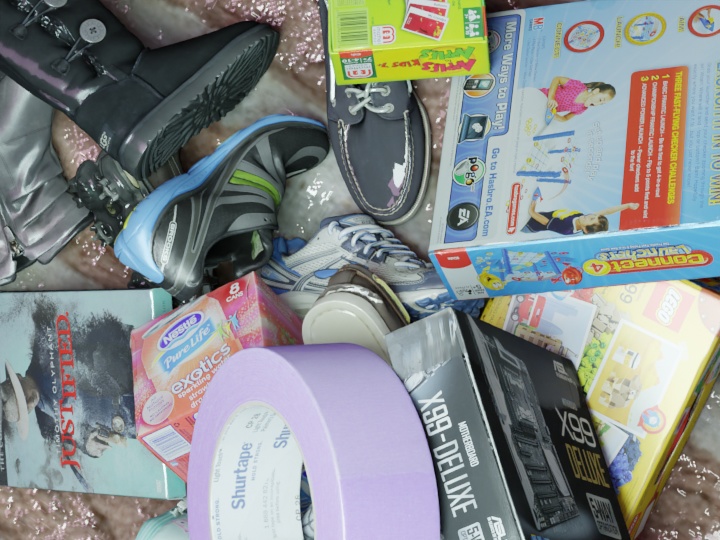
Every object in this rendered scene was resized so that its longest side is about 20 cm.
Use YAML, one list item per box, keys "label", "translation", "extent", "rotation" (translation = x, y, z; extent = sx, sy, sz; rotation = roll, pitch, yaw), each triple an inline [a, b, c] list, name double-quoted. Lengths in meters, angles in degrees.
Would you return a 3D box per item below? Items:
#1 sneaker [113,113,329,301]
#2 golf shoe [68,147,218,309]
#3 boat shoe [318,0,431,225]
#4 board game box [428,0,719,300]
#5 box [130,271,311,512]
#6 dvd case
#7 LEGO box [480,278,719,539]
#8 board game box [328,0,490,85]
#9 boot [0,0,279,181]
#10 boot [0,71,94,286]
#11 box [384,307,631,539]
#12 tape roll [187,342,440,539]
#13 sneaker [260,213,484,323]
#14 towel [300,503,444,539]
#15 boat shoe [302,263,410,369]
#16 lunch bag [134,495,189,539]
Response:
- label: "sneaker"
  translation: [-0.084, -0.040, 1.616]
  extent: [0.083, 0.200, 0.071]
  rotation: [45, 134, 3]
- label: "golf shoe"
  translation: [-0.121, -0.006, 1.681]
  extent: [0.078, 0.094, 0.200]
  rotation: [4, 123, 44]
- label: "boat shoe"
  translation: [0.000, -0.129, 1.639]
  extent: [0.072, 0.063, 0.201]
  rotation: [-7, 91, 19]
- label: "board game box"
  translation: [0.153, -0.083, 1.535]
  extent: [0.195, 0.056, 0.200]
  rotation: [-5, 53, 19]
- label: "box"
  translation: [-0.055, 0.105, 1.593]
  extent: [0.102, 0.200, 0.095]
  rotation: [-26, 45, 19]
- label: "dvd case"
  translation: [-0.196, 0.085, 1.694]
  extent: [0.200, 0.022, 0.147]
  rotation: [0, 94, 48]
- label: "LEGO box"
  translation: [0.146, 0.076, 1.591]
  extent: [0.149, 0.077, 0.200]
  rotation: [27, 101, 16]
- label: "board game box"
  translation: [0.028, -0.224, 1.582]
  extent: [0.101, 0.048, 0.201]
  rotation: [-4, 68, 4]
- label: "boot"
  translation: [-0.177, -0.172, 1.654]
  extent: [0.200, 0.165, 0.066]
  rotation: [37, 140, 14]
- label: "boot"
  translation: [-0.228, -0.084, 1.728]
  extent: [0.200, 0.070, 0.132]
  rotation: [-38, 90, 18]
- label: "box"
  translation: [0.095, 0.118, 1.448]
  extent: [0.050, 0.200, 0.158]
  rotation: [-24, 69, 20]
- label: "tape roll"
  translation: [-0.031, 0.144, 1.416]
  extent: [0.200, 0.065, 0.201]
  rotation: [5, 96, 61]
- label: "sneaker"
  translation: [0.000, 0.000, 1.618]
  extent: [0.200, 0.077, 0.086]
  rotation: [-5, 77, 42]
- label: "towel"
  translation: [0.033, 0.220, 1.555]
  extent: [0.199, 0.166, 0.086]
  rotation: [18, 61, -20]
- label: "boat shoe"
  translation: [0.026, 0.088, 1.547]
  extent: [0.072, 0.060, 0.200]
  rotation: [-17, 115, 24]
- label: "lunch bag"
  translation: [-0.125, 0.255, 1.651]
  extent: [0.077, 0.160, 0.201]
  rotation: [16, 99, 17]
